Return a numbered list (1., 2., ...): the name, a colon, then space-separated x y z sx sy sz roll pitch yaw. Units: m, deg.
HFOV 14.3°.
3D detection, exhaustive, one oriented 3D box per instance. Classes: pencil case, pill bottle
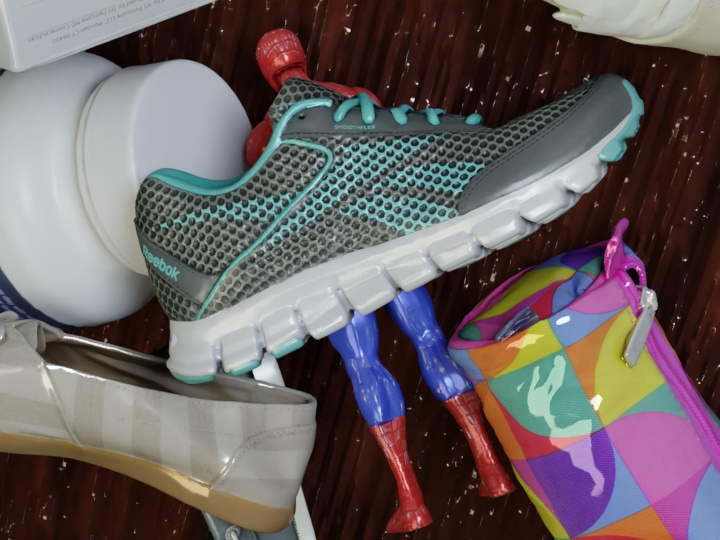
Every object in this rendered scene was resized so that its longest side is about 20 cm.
1. pencil case: 0.109 0.084 1.087 0.088 0.088 0.200 -20 104 37
2. pill bottle: -0.142 -0.027 1.159 0.200 0.111 0.111 -10 109 35

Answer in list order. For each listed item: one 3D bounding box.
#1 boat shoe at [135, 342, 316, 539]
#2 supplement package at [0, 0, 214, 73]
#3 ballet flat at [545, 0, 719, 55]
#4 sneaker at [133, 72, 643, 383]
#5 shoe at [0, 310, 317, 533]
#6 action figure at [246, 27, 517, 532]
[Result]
1. boat shoe: -0.051 0.118 1.196 0.073 0.062 0.200 -142 40 -69
2. supplement package: -0.123 -0.157 1.013 0.200 0.156 0.111 18 124 48
3. ballet flat: 0.065 -0.119 1.014 0.200 0.069 0.069 26 125 17
4. sneaker: 0.005 -0.035 1.049 0.200 0.078 0.091 -26 92 1
5. shoe: -0.112 0.043 1.114 0.200 0.070 0.053 20 109 -10
6. action figure: 0.000 0.000 1.116 0.052 0.065 0.200 162 88 -79
